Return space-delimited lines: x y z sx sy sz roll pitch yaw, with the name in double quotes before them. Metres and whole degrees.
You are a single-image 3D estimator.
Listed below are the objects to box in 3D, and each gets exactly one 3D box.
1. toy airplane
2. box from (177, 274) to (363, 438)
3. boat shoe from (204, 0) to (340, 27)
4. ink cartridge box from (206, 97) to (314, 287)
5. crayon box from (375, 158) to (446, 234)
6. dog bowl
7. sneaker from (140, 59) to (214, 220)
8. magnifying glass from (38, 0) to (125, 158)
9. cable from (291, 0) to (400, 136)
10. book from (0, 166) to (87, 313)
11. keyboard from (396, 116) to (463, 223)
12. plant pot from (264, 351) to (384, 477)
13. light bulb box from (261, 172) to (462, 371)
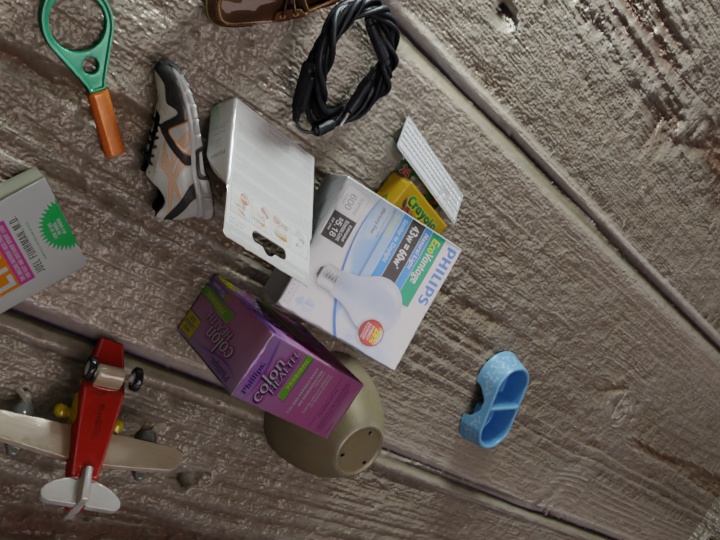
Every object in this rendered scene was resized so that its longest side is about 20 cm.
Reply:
"toy airplane" -0.350 0.215 1.076 0.198 0.140 0.202 -34 99 -34
"box" -0.125 0.121 1.176 0.199 0.176 0.097 34 92 -44
"boat shoe" -0.091 -0.339 1.016 0.198 0.067 0.073 -24 128 -26
"ink cartridge box" -0.125 -0.093 1.060 0.160 0.050 0.203 33 49 -45
"crayon box" 0.051 -0.059 1.301 0.201 0.051 0.127 -51 134 -4
"dog bowl" 0.267 0.260 1.656 0.110 0.049 0.203 5 111 -40
"sneaker" -0.228 -0.149 1.014 0.079 0.074 0.203 -12 116 -14
"magnifying glass" -0.302 -0.223 0.947 0.079 0.022 0.203 -25 128 -26
"cable" -0.007 -0.269 1.101 0.162 0.051 0.202 -16 139 -39
"book" -0.427 -0.012 0.956 0.199 0.048 0.135 -34 135 -21
"keyboard" 0.110 -0.152 1.305 0.200 0.011 0.057 47 49 -44
"plant pot" -0.036 0.251 1.351 0.198 0.134 0.203 -19 125 -30
"light bulb box" 0.000 0.000 1.179 0.198 0.125 0.200 30 90 -18
